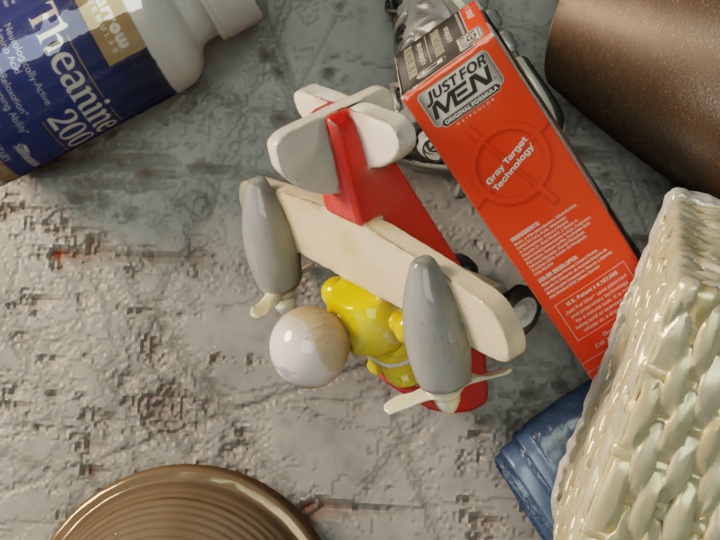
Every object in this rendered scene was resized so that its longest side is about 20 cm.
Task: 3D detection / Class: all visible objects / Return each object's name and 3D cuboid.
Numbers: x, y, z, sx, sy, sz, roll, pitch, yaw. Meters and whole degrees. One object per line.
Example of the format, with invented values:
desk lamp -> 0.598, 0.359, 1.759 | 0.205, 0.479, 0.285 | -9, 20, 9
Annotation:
towel -> 0.185, 0.097, 0.808 | 0.199, 0.049, 0.112 | -34, 84, 2
sneaker -> 0.026, -0.132, 0.826 | 0.115, 0.075, 0.201 | -34, 85, 3
plant pot -> -0.109, 0.217, 0.798 | 0.198, 0.093, 0.204 | 0, 86, 4
pill bottle -> -0.162, -0.141, 0.820 | 0.198, 0.111, 0.112 | -27, 84, 2
basket -> 0.202, 0.097, 0.654 | 0.196, 0.161, 0.202 | 21, 110, 9
plant pot -> 0.211, -0.116, 0.771 | 0.198, 0.187, 0.189 | 22, 87, 18
hair color box -> 0.098, -0.043, 0.762 | 0.061, 0.102, 0.201 | -33, 108, 11
toy airplane -> 0.000, 0.000, 0.753 | 0.199, 0.200, 0.141 | 44, 77, 7
